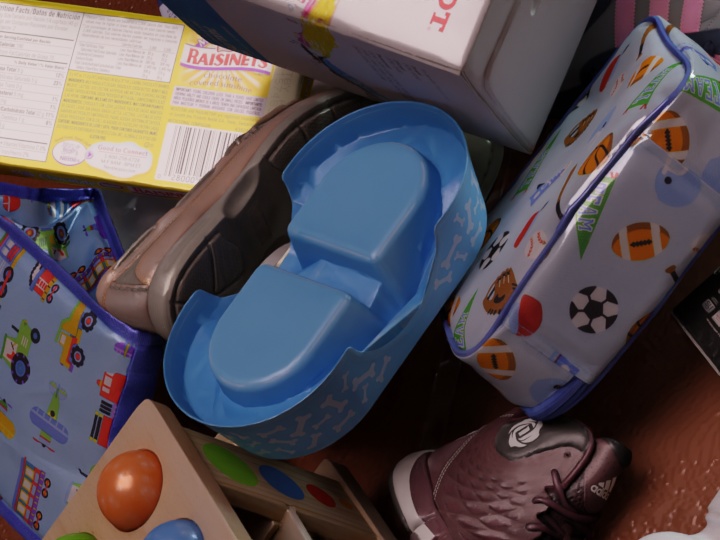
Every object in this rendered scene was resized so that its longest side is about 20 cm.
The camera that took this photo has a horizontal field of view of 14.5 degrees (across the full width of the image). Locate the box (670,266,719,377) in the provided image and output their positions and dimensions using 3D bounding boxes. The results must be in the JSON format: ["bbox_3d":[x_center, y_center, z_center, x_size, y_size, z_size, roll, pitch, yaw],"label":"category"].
[{"bbox_3d":[0.256,0.035,1.306,0.160,0.049,0.200,-41,44,6],"label":"box"}]

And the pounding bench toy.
[{"bbox_3d":[-0.087,0.139,1.422,0.124,0.156,0.200,-54,41,16],"label":"pounding bench toy"}]

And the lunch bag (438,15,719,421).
[{"bbox_3d":[0.121,-0.031,1.404,0.200,0.075,0.160,-50,13,11],"label":"lunch bag"}]

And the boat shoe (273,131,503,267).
[{"bbox_3d":[0.000,0.000,1.484,0.072,0.061,0.201,41,79,22],"label":"boat shoe"}]

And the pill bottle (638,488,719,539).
[{"bbox_3d":[0.139,0.194,1.250,0.111,0.111,0.200,26,80,46],"label":"pill bottle"}]

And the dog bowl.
[{"bbox_3d":[-0.012,0.008,1.402,0.111,0.050,0.200,19,66,42],"label":"dog bowl"}]

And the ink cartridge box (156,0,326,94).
[{"bbox_3d":[-0.059,-0.156,1.703,0.119,0.042,0.200,-35,44,16],"label":"ink cartridge box"}]

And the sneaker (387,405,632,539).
[{"bbox_3d":[0.090,0.135,1.358,0.115,0.076,0.200,-36,44,11],"label":"sneaker"}]

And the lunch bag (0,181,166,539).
[{"bbox_3d":[-0.168,0.061,1.553,0.200,0.094,0.151,47,125,50],"label":"lunch bag"}]

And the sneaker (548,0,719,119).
[{"bbox_3d":[0.170,-0.122,1.469,0.200,0.070,0.082,-33,55,22],"label":"sneaker"}]

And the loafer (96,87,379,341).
[{"bbox_3d":[-0.064,-0.038,1.500,0.063,0.072,0.200,12,44,35],"label":"loafer"}]

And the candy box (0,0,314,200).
[{"bbox_3d":[-0.129,-0.094,1.592,0.199,0.026,0.103,9,72,16],"label":"candy box"}]

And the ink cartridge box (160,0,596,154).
[{"bbox_3d":[0.011,-0.172,1.432,0.199,0.146,0.147,21,82,21],"label":"ink cartridge box"}]

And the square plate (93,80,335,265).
[{"bbox_3d":[-0.044,-0.063,1.599,0.200,0.028,0.199,30,90,32],"label":"square plate"}]
